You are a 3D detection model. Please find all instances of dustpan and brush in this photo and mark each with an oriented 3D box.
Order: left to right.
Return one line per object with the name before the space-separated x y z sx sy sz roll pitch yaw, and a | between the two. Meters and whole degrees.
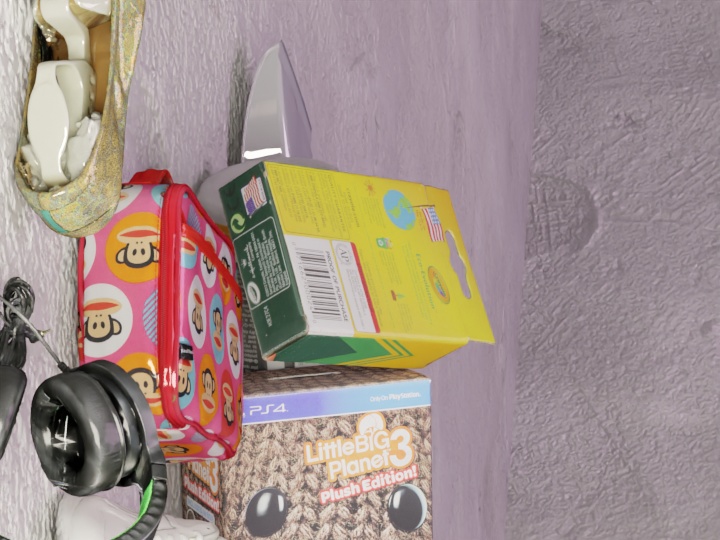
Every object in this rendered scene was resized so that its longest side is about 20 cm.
dustpan and brush | -0.075 -0.060 1.918 0.140 0.057 0.201 71 14 -57

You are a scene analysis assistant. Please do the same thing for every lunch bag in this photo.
lunch bag | -0.125 0.024 1.545 0.200 0.081 0.178 59 28 -74

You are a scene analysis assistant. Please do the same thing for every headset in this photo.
headset | -0.167 0.086 1.233 0.201 0.123 0.094 -104 -153 -43

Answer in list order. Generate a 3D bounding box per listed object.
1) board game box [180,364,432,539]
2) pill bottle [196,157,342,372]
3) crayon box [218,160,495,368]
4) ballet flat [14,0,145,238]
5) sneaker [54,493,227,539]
board game box | -0.037 0.173 1.723 0.097 0.158 0.202 -163 -110 -67
pill bottle | -0.057 0.027 1.805 0.117 0.115 0.202 -67 155 -65
crayon box | 0.000 0.000 1.689 0.199 0.051 0.128 7 61 -47
ballet flat | -0.161 -0.121 1.380 0.071 0.070 0.202 53 38 -73
sneaker | -0.124 0.172 1.471 0.200 0.098 0.079 23 67 -79
